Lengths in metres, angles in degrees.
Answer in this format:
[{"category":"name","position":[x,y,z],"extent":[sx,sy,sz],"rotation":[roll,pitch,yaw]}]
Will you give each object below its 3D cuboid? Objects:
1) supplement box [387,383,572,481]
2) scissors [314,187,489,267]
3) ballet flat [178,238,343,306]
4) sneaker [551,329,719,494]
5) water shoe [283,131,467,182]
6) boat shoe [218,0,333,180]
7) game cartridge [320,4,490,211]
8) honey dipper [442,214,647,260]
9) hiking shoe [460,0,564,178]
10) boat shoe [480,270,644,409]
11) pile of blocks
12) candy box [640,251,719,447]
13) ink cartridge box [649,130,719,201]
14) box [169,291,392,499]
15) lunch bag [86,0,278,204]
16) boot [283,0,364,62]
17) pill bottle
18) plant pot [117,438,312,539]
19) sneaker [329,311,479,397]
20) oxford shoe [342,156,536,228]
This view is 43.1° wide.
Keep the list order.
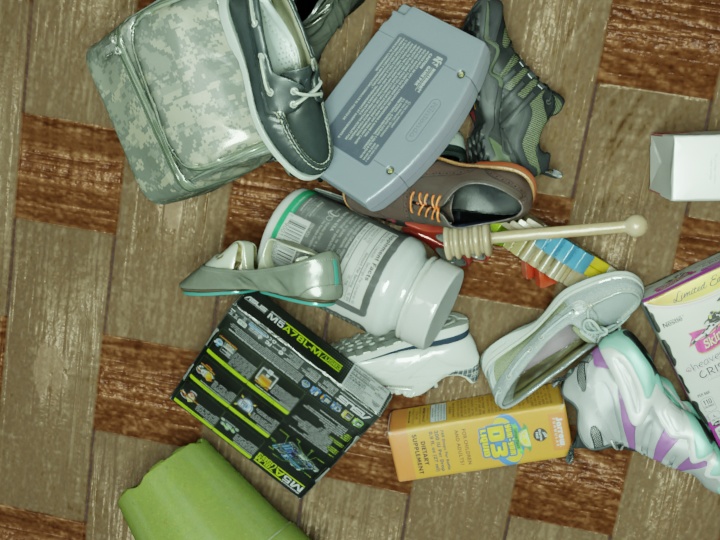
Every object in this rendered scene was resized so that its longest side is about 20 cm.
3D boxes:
[{"category":"supplement box","position":[0.135,0.183,1.030],"extent":[0.200,0.069,0.067],"rotation":[-12,101,7]},{"category":"scissors","position":[0.047,-0.055,0.987],"extent":[0.200,0.073,0.014],"rotation":[28,70,-8]},{"category":"ballet flat","position":[-0.102,-0.002,0.924],"extent":[0.200,0.067,0.064],"rotation":[3,97,33]},{"category":"sneaker","position":[0.282,0.175,0.959],"extent":[0.140,0.078,0.200],"rotation":[-38,86,18]},{"category":"water shoe","position":[0.015,-0.107,0.980],"extent":[0.200,0.072,0.079],"rotation":[-7,79,7]},{"category":"boat shoe","position":[-0.071,-0.184,0.864],"extent":[0.060,0.076,0.200],"rotation":[-16,105,47]},{"category":"game cartridge","position":[0.035,-0.162,0.917],"extent":[0.133,0.042,0.200],"rotation":[36,88,24]},{"category":"honey dipper","position":[0.184,-0.038,0.916],"extent":[0.200,0.038,0.038],"rotation":[-6,100,13]},{"category":"hiking shoe","position":[0.160,-0.189,0.965],"extent":[0.101,0.076,0.200],"rotation":[-8,95,-14]},{"category":"boat shoe","position":[0.220,0.075,0.979],"extent":[0.202,0.065,0.074],"rotation":[-35,132,21]},{"category":"pile of blocks","position":[0.184,-0.022,0.978],"extent":[0.200,0.082,0.062],"rotation":[32,102,0]},{"category":"candy box","position":[0.404,0.086,0.980],"extent":[0.136,0.061,0.200],"rotation":[-28,95,12]},{"category":"ink cartridge box","position":[0.404,-0.108,0.917],"extent":[0.200,0.116,0.068],"rotation":[0,100,6]},{"category":"box","position":[-0.094,0.142,1.025],"extent":[0.200,0.048,0.193],"rotation":[37,131,0]},{"category":"lunch bag","position":[-0.163,-0.186,0.937],"extent":[0.168,0.139,0.200],"rotation":[-18,95,37]},{"category":"boot","position":[-0.063,-0.255,0.941],"extent":[0.068,0.131,0.200],"rotation":[39,103,-1]},{"category":"pill bottle","position":[0.000,0.000,0.971],"extent":[0.200,0.113,0.113],"rotation":[26,103,14]},{"category":"plant pot","position":[-0.174,0.302,1.046],"extent":[0.200,0.200,0.190],"rotation":[-40,80,12]},{"category":"sneaker","position":[0.033,0.109,1.030],"extent":[0.200,0.076,0.081],"rotation":[-12,108,11]},{"category":"oxford shoe","position":[0.073,-0.077,0.915],"extent":[0.200,0.073,0.071],"rotation":[-1,111,16]}]
